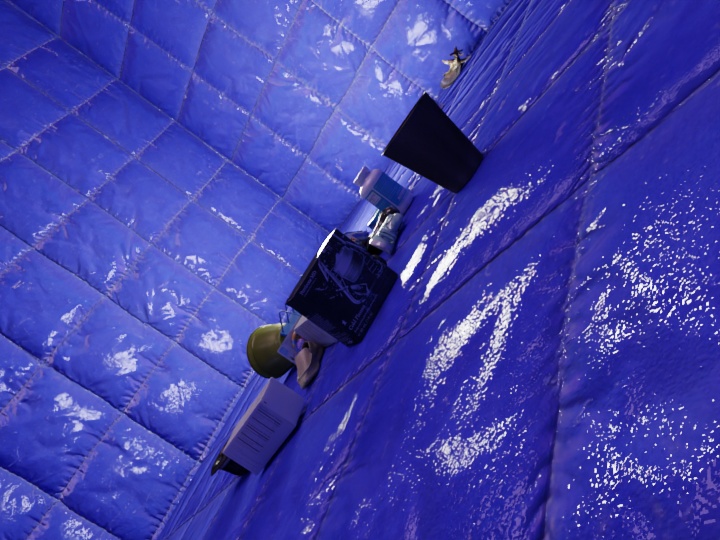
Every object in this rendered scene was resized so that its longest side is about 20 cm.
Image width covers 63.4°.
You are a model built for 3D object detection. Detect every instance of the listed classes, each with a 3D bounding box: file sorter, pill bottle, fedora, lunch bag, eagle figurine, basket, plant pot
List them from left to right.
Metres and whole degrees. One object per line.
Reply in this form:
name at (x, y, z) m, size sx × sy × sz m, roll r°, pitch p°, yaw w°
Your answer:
fedora at (-0.362, 0.546, 1.737) m, size 0.202 × 0.091 × 0.201 m, roll -55°, pitch 8°, yaw 11°
plant pot at (-0.285, 0.274, 2.113) m, size 0.192 × 0.200 × 0.202 m, roll -28°, pitch 26°, yaw 49°
file sorter at (-0.180, 0.128, 2.017) m, size 0.201 × 0.136 × 0.124 m, roll -63°, pitch -21°, yaw -44°
lunch bag at (-0.030, -0.061, 1.980) m, size 0.199 × 0.075 × 0.162 m, roll -18°, pitch -46°, yaw -63°
pill bottle at (0.074, -0.268, 1.976) m, size 0.111 × 0.199 × 0.111 m, roll -53°, pitch 8°, yaw 10°
basket at (0.178, -0.287, 1.383) m, size 0.181 × 0.199 × 0.137 m, roll -50°, pitch 8°, yaw 30°
eagle figurine at (0.511, -1.117, 3.206) m, size 0.149 × 0.152 × 0.202 m, roll -17°, pitch -43°, yaw -19°

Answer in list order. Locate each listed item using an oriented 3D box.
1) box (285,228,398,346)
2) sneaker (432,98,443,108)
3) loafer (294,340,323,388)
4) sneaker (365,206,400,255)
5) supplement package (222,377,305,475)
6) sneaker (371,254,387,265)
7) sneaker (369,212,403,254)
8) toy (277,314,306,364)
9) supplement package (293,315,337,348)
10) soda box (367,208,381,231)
box at (-0.047, 0.045, 1.431) m, size 0.202 × 0.195 × 0.124 m, roll -59°, pitch 8°, yaw -21°
sneaker at (0.330, -0.771, 2.912) m, size 0.202 × 0.088 × 0.081 m, roll -58°, pitch 8°, yaw -13°
loafer at (-0.159, 0.270, 1.690) m, size 0.076 × 0.068 × 0.200 m, roll -53°, pitch 8°, yaw 17°
sneaker at (0.074, -0.116, 1.887) m, size 0.080 × 0.074 × 0.201 m, roll -80°, pitch 14°, yaw -50°
supplement package at (-0.245, 0.397, 1.488) m, size 0.201 × 0.109 × 0.114 m, roll -53°, pitch 8°, yaw 24°
sneaker at (0.000, 0.041, 1.647) m, size 0.201 × 0.075 × 0.092 m, roll -53°, pitch 14°, yaw 43°
sneaker at (0.084, -0.119, 1.742) m, size 0.120 × 0.073 × 0.201 m, roll -61°, pitch 4°, yaw 9°
toy at (-0.160, 0.203, 1.844) m, size 0.202 × 0.115 × 0.047 m, roll -59°, pitch 21°, yaw -14°
supplement package at (-0.111, 0.150, 1.736) m, size 0.115 × 0.109 × 0.200 m, roll -58°, pitch 7°, yaw -20°
soda box at (0.102, -0.228, 2.139) m, size 0.202 × 0.067 × 0.064 m, roll -61°, pitch 10°, yaw -32°
